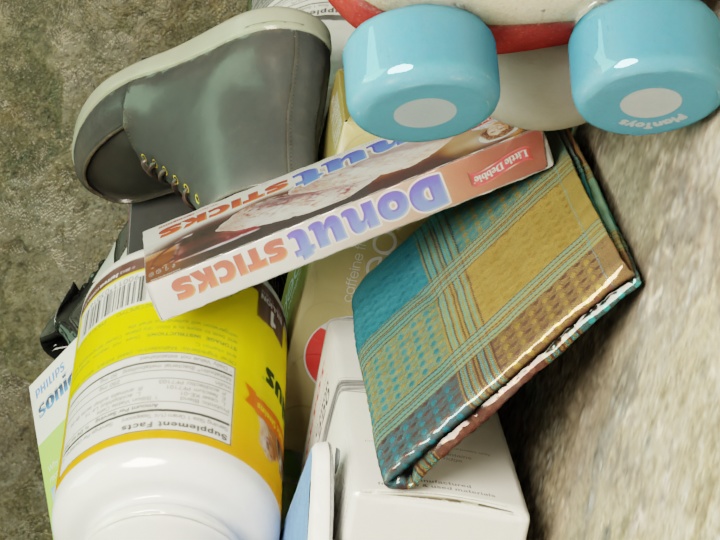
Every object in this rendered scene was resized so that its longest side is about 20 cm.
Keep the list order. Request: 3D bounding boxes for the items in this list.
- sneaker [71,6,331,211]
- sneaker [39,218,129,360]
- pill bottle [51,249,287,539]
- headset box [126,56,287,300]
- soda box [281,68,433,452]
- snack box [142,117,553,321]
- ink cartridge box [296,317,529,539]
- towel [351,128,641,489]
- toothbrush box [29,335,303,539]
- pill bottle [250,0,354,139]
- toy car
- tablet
[{"bbox_3d":[-0.094,-0.056,1.154,0.200,0.075,0.107,-28,52,45],"label":"sneaker"},{"bbox_3d":[-0.161,0.025,1.387,0.067,0.090,0.200,79,-171,-47],"label":"sneaker"},{"bbox_3d":[-0.092,0.088,1.053,0.200,0.109,0.109,-90,16,-48],"label":"pill bottle"},{"bbox_3d":[-0.088,-0.029,1.325,0.200,0.077,0.149,77,-170,-58],"label":"headset box"},{"bbox_3d":[0.000,0.000,1.137,0.064,0.068,0.200,-97,19,-59],"label":"soda box"},{"bbox_3d":[-0.009,-0.034,1.033,0.072,0.200,0.024,-107,-5,-68],"label":"snack box"},{"bbox_3d":[0.017,0.128,1.036,0.200,0.085,0.146,-97,17,-69],"label":"ink cartridge box"},{"bbox_3d":[0.056,0.010,0.991,0.147,0.022,0.200,-43,20,13],"label":"towel"},{"bbox_3d":[-0.088,0.137,1.183,0.086,0.145,0.200,-45,46,34],"label":"toothbrush box"},{"bbox_3d":[-0.013,-0.121,1.253,0.200,0.110,0.111,-86,13,-48],"label":"pill bottle"},{"bbox_3d":[0.063,-0.118,0.932,0.200,0.176,0.185,94,173,-66],"label":"toy car"},{"bbox_3d":[-0.033,0.174,0.996,0.200,0.014,0.130,109,166,-62],"label":"tablet"}]
